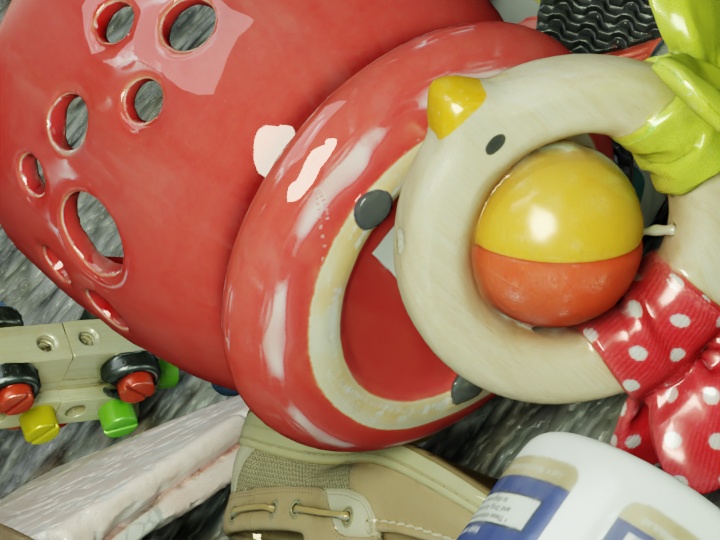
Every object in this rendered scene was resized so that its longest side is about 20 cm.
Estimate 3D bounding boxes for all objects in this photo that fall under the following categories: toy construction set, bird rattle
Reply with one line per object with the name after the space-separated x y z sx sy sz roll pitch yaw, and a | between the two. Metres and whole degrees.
-0.167 0.063 1.413 0.200 0.092 0.131 -20 -25 -35 | toy construction set
0.090 -0.011 1.026 0.113 0.162 0.201 -110 22 -54 | bird rattle

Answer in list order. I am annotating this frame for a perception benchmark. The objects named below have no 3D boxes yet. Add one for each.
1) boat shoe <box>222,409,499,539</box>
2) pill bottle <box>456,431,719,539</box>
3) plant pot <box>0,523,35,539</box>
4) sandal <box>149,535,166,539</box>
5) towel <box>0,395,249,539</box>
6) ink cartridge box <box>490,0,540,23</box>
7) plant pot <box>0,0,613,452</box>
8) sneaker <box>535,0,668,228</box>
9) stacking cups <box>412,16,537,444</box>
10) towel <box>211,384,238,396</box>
0.013 0.102 1.154 0.200 0.071 0.065 11 79 57 | boat shoe
0.047 0.162 0.943 0.200 0.111 0.111 -53 25 -16 | pill bottle
-0.187 0.216 1.162 0.200 0.200 0.198 -21 25 43 | plant pot
-0.051 0.162 1.156 0.045 0.075 0.200 -56 26 5 | sandal
-0.128 0.112 1.314 0.200 0.032 0.191 -21 7 43 | towel
0.104 -0.155 1.380 0.200 0.083 0.145 -38 24 17 | ink cartridge box
-0.020 -0.039 1.105 0.200 0.200 0.182 -47 50 -3 | plant pot
0.109 -0.079 1.226 0.070 0.093 0.200 15 72 14 | sneaker
0.041 -0.023 1.238 0.060 0.060 0.200 -15 41 49 | stacking cups
0.000 0.000 1.349 0.200 0.049 0.112 -14 39 51 | towel
